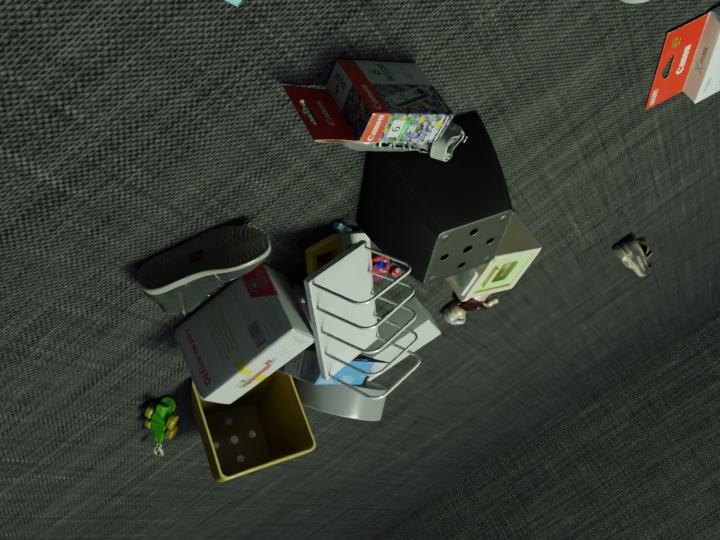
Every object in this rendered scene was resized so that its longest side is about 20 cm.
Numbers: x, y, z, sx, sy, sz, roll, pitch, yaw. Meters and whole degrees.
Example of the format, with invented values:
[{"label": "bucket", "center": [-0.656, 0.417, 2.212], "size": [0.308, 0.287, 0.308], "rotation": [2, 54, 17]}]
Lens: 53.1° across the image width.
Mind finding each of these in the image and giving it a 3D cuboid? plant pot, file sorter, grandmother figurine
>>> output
[{"label": "plant pot", "center": [-0.236, 0.317, 1.459], "size": [0.198, 0.201, 0.177], "rotation": [-11, 158, -30]}, {"label": "plant pot", "center": [0.126, -0.098, 1.145], "size": [0.198, 0.178, 0.201], "rotation": [-18, 150, -19]}, {"label": "file sorter", "center": [0.012, 0.082, 1.167], "size": [0.138, 0.124, 0.202], "rotation": [-36, 132, -36]}, {"label": "grandmother figurine", "center": [0.263, 0.054, 1.630], "size": [0.121, 0.061, 0.200], "rotation": [29, 124, -26]}]

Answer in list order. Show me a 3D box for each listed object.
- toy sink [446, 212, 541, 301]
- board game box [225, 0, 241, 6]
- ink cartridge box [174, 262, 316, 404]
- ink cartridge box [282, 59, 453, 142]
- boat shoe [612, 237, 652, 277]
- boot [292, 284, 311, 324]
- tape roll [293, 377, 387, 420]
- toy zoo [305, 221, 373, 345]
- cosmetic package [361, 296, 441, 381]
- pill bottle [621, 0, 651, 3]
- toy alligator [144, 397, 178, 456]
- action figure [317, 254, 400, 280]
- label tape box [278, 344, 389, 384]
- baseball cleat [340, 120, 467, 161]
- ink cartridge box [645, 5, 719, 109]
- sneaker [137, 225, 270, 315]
[{"label": "toy sink", "center": [0.232, -0.024, 1.418], "size": [0.198, 0.113, 0.131], "rotation": [-9, 144, -33]}, {"label": "board game box", "center": [-0.122, -0.359, 0.651], "size": [0.150, 0.047, 0.200], "rotation": [9, 132, -48]}, {"label": "ink cartridge box", "center": [-0.194, 0.107, 1.202], "size": [0.199, 0.146, 0.083], "rotation": [-37, 152, 12]}, {"label": "ink cartridge box", "center": [0.012, -0.218, 0.924], "size": [0.199, 0.109, 0.051], "rotation": [-7, 144, -35]}, {"label": "boat shoe", "center": [0.732, -0.037, 1.889], "size": [0.073, 0.075, 0.199], "rotation": [-42, 150, 22]}, {"label": "boot", "center": [-0.105, 0.076, 1.329], "size": [0.095, 0.074, 0.200], "rotation": [14, 151, -11]}, {"label": "tape roll", "center": [-0.046, 0.258, 1.520], "size": [0.200, 0.199, 0.067], "rotation": [17, 85, -53]}, {"label": "toy zoo", "center": [-0.032, 0.016, 1.228], "size": [0.131, 0.020, 0.202], "rotation": [-21, 115, -38]}, {"label": "cosmetic package", "center": [0.067, 0.152, 1.581], "size": [0.199, 0.072, 0.101], "rotation": [-34, 151, 8]}, {"label": "pill bottle", "center": [0.395, -0.420, 0.959], "size": [0.198, 0.111, 0.111], "rotation": [-17, 149, -22]}, {"label": "toy alligator", "center": [-0.387, 0.301, 1.424], "size": [0.054, 0.059, 0.201], "rotation": [-60, 173, -41]}, {"label": "action figure", "center": [0.000, 0.000, 1.310], "size": [0.199, 0.052, 0.066], "rotation": [-2, 125, -44]}, {"label": "label tape box", "center": [-0.061, 0.183, 1.392], "size": [0.144, 0.199, 0.064], "rotation": [11, 91, -51]}, {"label": "baseball cleat", "center": [0.068, -0.194, 1.015], "size": [0.199, 0.106, 0.070], "rotation": [-17, 135, -32]}, {"label": "ink cartridge box", "center": [0.613, -0.379, 1.290], "size": [0.173, 0.044, 0.200], "rotation": [-29, 151, -6]}, {"label": "sneaker", "center": [-0.227, 0.000, 1.094], "size": [0.198, 0.075, 0.106], "rotation": [-17, 154, -4]}]
